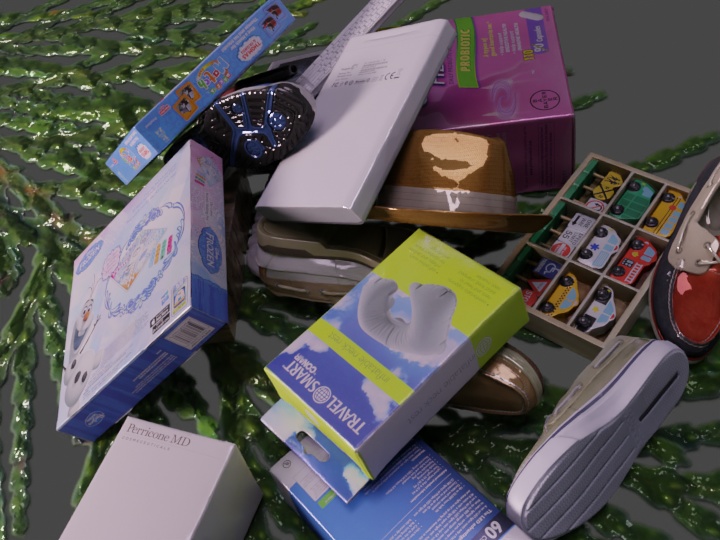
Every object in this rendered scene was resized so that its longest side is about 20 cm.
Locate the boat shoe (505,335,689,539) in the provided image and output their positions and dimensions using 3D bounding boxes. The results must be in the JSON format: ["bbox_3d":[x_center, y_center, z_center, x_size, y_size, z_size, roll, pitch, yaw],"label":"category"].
[{"bbox_3d":[0.175,0.126,0.691,0.199,0.073,0.062,-38,28,-23],"label":"boat shoe"}]

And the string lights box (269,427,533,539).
[{"bbox_3d":[0.034,0.189,0.663,0.102,0.059,0.199,-38,52,-18],"label":"string lights box"}]

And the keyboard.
[{"bbox_3d":[-0.030,-0.217,0.919,0.200,0.011,0.056,-46,35,4],"label":"keyboard"}]

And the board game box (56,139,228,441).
[{"bbox_3d":[-0.196,0.017,0.805,0.199,0.043,0.201,-39,42,28],"label":"board game box"}]

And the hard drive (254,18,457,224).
[{"bbox_3d":[-0.004,-0.132,0.801,0.131,0.027,0.202,4,60,47],"label":"hard drive"}]

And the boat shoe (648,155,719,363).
[{"bbox_3d":[0.299,-0.018,0.757,0.070,0.063,0.202,27,64,-1],"label":"boat shoe"}]

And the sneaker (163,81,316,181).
[{"bbox_3d":[-0.111,-0.138,0.851,0.198,0.076,0.077,-15,28,44],"label":"sneaker"}]

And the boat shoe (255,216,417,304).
[{"bbox_3d":[0.000,0.000,0.824,0.196,0.069,0.075,13,32,12],"label":"boat shoe"}]

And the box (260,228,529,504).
[{"bbox_3d":[0.020,0.065,0.693,0.200,0.048,0.121,-42,46,-17],"label":"box"}]

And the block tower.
[{"bbox_3d":[-0.145,-0.025,0.890,0.057,0.054,0.202,-6,50,7],"label":"block tower"}]

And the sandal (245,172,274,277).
[{"bbox_3d":[-0.060,-0.077,0.922,0.081,0.050,0.205,8,63,38],"label":"sandal"}]

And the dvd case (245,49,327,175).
[{"bbox_3d":[-0.063,-0.167,0.938,0.198,0.025,0.152,2,59,49],"label":"dvd case"}]

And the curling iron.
[{"bbox_3d":[-0.132,-0.194,0.994,0.198,0.026,0.050,-8,39,46],"label":"curling iron"}]

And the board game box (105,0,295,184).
[{"bbox_3d":[-0.164,-0.179,0.903,0.201,0.037,0.151,-51,15,-22],"label":"board game box"}]

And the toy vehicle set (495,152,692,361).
[{"bbox_3d":[0.216,-0.017,0.818,0.123,0.027,0.200,25,60,30],"label":"toy vehicle set"}]

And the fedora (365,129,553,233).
[{"bbox_3d":[0.077,-0.080,0.799,0.197,0.200,0.084,6,95,17],"label":"fedora"}]

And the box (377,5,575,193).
[{"bbox_3d":[0.111,-0.171,0.925,0.196,0.097,0.178,-5,49,9],"label":"box"}]

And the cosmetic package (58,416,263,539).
[{"bbox_3d":[-0.164,0.223,0.664,0.106,0.085,0.202,8,54,20],"label":"cosmetic package"}]

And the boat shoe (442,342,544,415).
[{"bbox_3d":[0.050,0.086,0.737,0.197,0.073,0.076,12,40,35],"label":"boat shoe"}]
